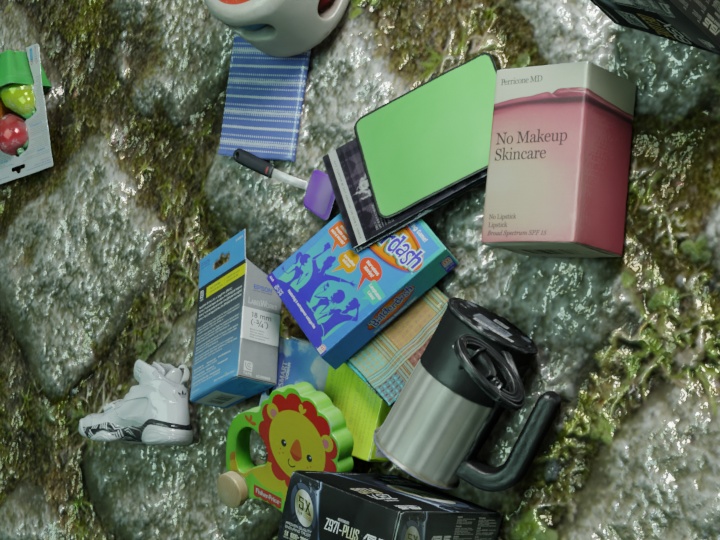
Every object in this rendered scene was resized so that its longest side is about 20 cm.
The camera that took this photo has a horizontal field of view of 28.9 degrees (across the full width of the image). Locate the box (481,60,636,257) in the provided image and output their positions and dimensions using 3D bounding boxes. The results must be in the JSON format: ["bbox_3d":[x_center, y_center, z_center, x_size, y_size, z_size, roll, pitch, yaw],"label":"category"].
[{"bbox_3d":[0.220,-0.119,1.554,0.127,0.109,0.202,0,82,40],"label":"box"}]

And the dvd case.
[{"bbox_3d":[0.057,-0.128,1.709,0.199,0.016,0.149,-28,56,14],"label":"dvd case"}]

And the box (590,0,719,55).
[{"bbox_3d":[0.296,-0.299,1.466,0.157,0.199,0.050,28,93,39],"label":"box"}]

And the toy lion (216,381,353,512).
[{"bbox_3d":[-0.091,0.226,1.738,0.199,0.068,0.193,18,114,39],"label":"toy lion"}]

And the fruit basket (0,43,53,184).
[{"bbox_3d":[-0.564,-0.249,2.274,0.184,0.093,0.202,-13,89,38],"label":"fruit basket"}]

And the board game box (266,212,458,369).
[{"bbox_3d":[0.000,0.000,1.714,0.200,0.045,0.152,-41,52,3],"label":"board game box"}]

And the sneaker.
[{"bbox_3d":[-0.314,0.187,1.974,0.199,0.075,0.116,-2,80,35],"label":"sneaker"}]

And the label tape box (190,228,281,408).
[{"bbox_3d":[-0.163,0.066,1.843,0.144,0.063,0.202,-28,54,53],"label":"label tape box"}]

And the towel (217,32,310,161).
[{"bbox_3d":[-0.129,-0.253,1.937,0.144,0.024,0.202,7,88,38],"label":"towel"}]

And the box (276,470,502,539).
[{"bbox_3d":[0.034,0.290,1.574,0.163,0.199,0.087,14,91,41],"label":"box"}]

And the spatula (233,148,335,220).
[{"bbox_3d":[-0.103,-0.127,1.880,0.199,0.020,0.057,27,104,33],"label":"spatula"}]

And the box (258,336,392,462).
[{"bbox_3d":[-0.037,0.159,1.759,0.199,0.047,0.123,12,89,41],"label":"box"}]

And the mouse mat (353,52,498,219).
[{"bbox_3d":[0.091,-0.164,1.694,0.199,0.008,0.162,-25,56,16],"label":"mouse mat"}]

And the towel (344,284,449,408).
[{"bbox_3d":[0.029,0.058,1.706,0.147,0.022,0.200,-46,50,0],"label":"towel"}]

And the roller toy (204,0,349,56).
[{"bbox_3d":[-0.112,-0.391,1.851,0.200,0.140,0.183,-37,55,18],"label":"roller toy"}]

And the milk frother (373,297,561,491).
[{"bbox_3d":[0.103,0.150,1.545,0.180,0.199,0.189,37,105,33],"label":"milk frother"}]
